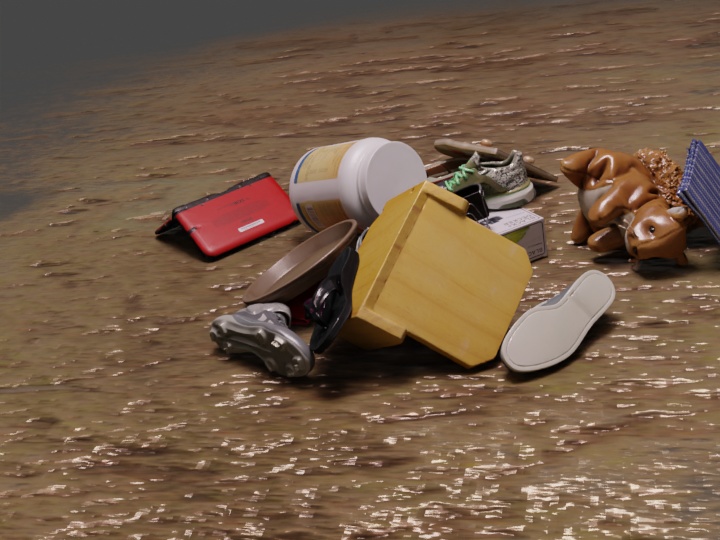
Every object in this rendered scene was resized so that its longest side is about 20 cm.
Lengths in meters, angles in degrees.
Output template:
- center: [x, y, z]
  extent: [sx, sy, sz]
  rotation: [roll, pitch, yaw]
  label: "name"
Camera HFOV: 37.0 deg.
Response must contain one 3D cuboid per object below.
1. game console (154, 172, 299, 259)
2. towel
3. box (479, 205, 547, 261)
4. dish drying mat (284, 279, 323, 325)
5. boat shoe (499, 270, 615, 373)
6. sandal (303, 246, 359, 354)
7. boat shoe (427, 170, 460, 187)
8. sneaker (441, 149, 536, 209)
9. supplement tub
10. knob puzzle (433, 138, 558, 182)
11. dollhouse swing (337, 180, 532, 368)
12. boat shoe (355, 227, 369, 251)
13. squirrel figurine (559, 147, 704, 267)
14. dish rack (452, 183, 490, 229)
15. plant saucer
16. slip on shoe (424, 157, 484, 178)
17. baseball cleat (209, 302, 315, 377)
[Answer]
- center: [-0.227, -0.079, 1.855]
  extent: [0.198, 0.120, 0.173]
  rotation: [-26, 60, -31]
  label: "game console"
- center: [0.493, -0.093, 1.498]
  extent: [0.024, 0.145, 0.200]
  rotation: [-35, 10, 33]
  label: "towel"
- center: [0.179, -0.062, 1.618]
  extent: [0.115, 0.061, 0.200]
  rotation: [-19, 26, -19]
  label: "box"
- center: [-0.075, 0.024, 1.575]
  extent: [0.076, 0.018, 0.200]
  rotation: [1, 26, 20]
  label: "dish drying mat"
- center: [0.238, 0.072, 1.333]
  extent: [0.199, 0.073, 0.062]
  rotation: [-35, -9, -32]
  label: "boat shoe"
- center: [-0.045, 0.034, 1.362]
  extent: [0.048, 0.075, 0.201]
  rotation: [33, 29, -14]
  label: "sandal"
- center: [0.154, -0.127, 1.743]
  extent: [0.197, 0.064, 0.071]
  rotation: [-14, -6, 4]
  label: "boat shoe"
- center: [0.159, -0.133, 1.594]
  extent: [0.197, 0.090, 0.077]
  rotation: [-13, 24, -6]
  label: "sneaker"
- center: [-0.004, -0.129, 1.682]
  extent: [0.144, 0.147, 0.199]
  rotation: [-27, 16, -34]
  label: "supplement tub"
- center: [0.209, -0.197, 1.806]
  extent: [0.216, 0.031, 0.220]
  rotation: [16, 1, 0]
  label: "knob puzzle"
- center: [0.089, 0.023, 1.388]
  extent: [0.202, 0.175, 0.181]
  rotation: [-63, 15, -19]
  label: "dollhouse swing"
- center: [0.000, 0.000, 1.528]
  extent: [0.072, 0.063, 0.200]
  rotation: [-1, 26, 19]
  label: "boat shoe"
- center: [0.407, -0.091, 1.511]
  extent: [0.198, 0.143, 0.187]
  rotation: [-21, 33, -19]
  label: "squirrel figurine"
- center: [0.107, -0.023, 1.484]
  extent: [0.152, 0.055, 0.201]
  rotation: [-23, 32, 25]
  label: "dish rack"
- center: [-0.082, -0.005, 1.540]
  extent: [0.199, 0.030, 0.200]
  rotation: [-33, 12, 8]
  label: "plant saucer"
- center: [0.128, -0.144, 1.810]
  extent: [0.197, 0.077, 0.061]
  rotation: [-14, 7, 1]
  label: "slip on shoe"
- center: [-0.111, 0.079, 1.408]
  extent: [0.198, 0.071, 0.106]
  rotation: [16, 35, 42]
  label: "baseball cleat"
